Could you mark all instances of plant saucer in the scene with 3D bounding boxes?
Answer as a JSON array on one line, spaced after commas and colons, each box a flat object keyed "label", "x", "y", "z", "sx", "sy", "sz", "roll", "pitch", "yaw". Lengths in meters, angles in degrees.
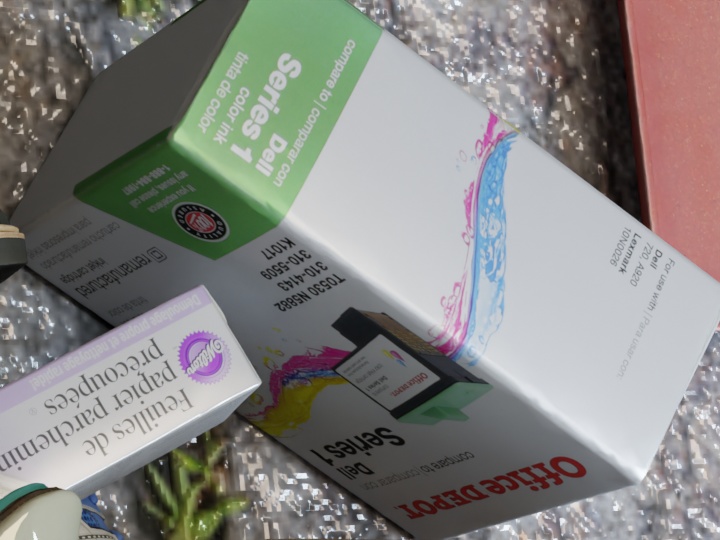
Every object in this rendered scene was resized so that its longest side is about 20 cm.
[{"label": "plant saucer", "x": 0.185, "y": -0.066, "z": 1.118, "sx": 0.200, "sy": 0.037, "sz": 0.200, "roll": 2, "pitch": 75, "yaw": -29}]

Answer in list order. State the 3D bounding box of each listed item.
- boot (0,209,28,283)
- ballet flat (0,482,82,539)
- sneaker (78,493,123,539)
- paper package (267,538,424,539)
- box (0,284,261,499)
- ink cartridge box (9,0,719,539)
[{"label": "boot", "x": -0.209, "y": -0.055, "z": 0.867, "sx": 0.200, "sy": 0.077, "sz": 0.139, "roll": 2, "pitch": 71, "yaw": -31}, {"label": "ballet flat", "x": -0.139, "y": 0.150, "z": 0.801, "sx": 0.069, "sy": 0.069, "sz": 0.200, "roll": 43, "pitch": 99, "yaw": -13}, {"label": "sneaker", "x": -0.100, "y": 0.097, "z": 0.881, "sx": 0.200, "sy": 0.076, "sz": 0.077, "roll": 28, "pitch": 68, "yaw": -22}, {"label": "paper package", "x": 0.085, "y": 0.160, "z": 0.871, "sx": 0.200, "sy": 0.190, "sz": 0.104, "roll": 28, "pitch": 66, "yaw": -44}, {"label": "box", "x": -0.123, "y": 0.067, "z": 0.825, "sx": 0.200, "sy": 0.041, "sz": 0.039, "roll": -28, "pitch": 83, "yaw": -28}, {"label": "ink cartridge box", "x": 0.000, "y": 0.000, "z": 0.926, "sx": 0.200, "sy": 0.145, "sz": 0.084, "roll": 36, "pitch": 62, "yaw": -17}]
